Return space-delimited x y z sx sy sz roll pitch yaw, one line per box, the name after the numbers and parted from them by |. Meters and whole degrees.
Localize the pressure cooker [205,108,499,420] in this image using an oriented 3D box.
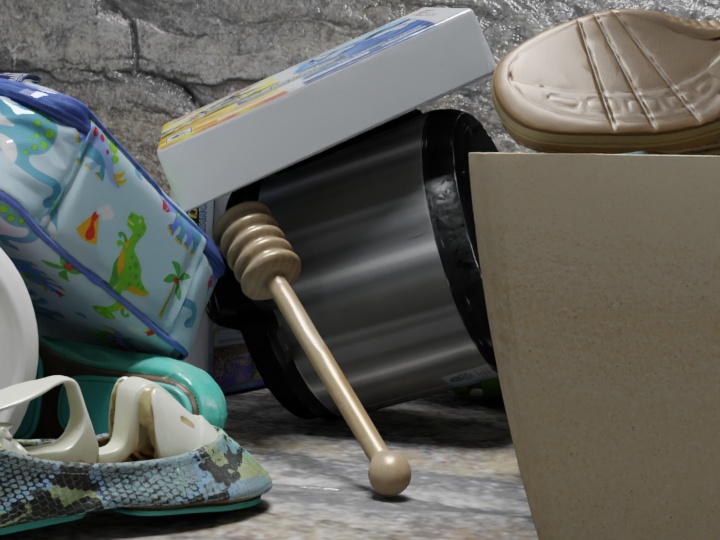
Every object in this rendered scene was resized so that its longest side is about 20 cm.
0.000 0.003 1.000 0.198 0.177 0.179 -17 34 20 | pressure cooker

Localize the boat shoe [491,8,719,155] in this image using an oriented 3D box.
0.152 -0.080 0.741 0.198 0.072 0.065 -8 -29 -16 | boat shoe

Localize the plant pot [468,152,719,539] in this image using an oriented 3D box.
0.160 0.042 0.661 0.198 0.179 0.200 2 3 18 | plant pot

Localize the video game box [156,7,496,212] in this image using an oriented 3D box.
-0.027 -0.105 0.964 0.198 0.047 0.182 -24 9 -2 | video game box

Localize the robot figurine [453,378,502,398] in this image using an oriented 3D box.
0.127 0.036 1.140 0.198 0.117 0.175 3 -1 5 | robot figurine

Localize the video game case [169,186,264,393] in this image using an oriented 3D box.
-0.072 -0.008 1.168 0.045 0.183 0.199 4 4 29 | video game case

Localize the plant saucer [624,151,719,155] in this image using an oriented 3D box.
0.161 0.031 0.809 0.198 0.202 0.027 4 26 16 | plant saucer

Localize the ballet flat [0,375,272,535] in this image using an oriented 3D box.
-0.119 0.081 0.711 0.199 0.075 0.074 -1 6 -44 | ballet flat

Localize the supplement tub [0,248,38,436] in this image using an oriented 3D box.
-0.263 0.033 0.768 0.139 0.142 0.199 -1 6 -42 | supplement tub

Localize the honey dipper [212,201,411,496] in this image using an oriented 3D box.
-0.026 0.043 0.848 0.038 0.038 0.201 0 45 -37 | honey dipper

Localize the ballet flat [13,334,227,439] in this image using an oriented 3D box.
-0.162 0.070 0.881 0.198 0.068 0.070 10 0 21 | ballet flat

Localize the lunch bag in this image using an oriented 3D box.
-0.183 -0.028 0.861 0.160 0.083 0.200 4 -27 34 | lunch bag
